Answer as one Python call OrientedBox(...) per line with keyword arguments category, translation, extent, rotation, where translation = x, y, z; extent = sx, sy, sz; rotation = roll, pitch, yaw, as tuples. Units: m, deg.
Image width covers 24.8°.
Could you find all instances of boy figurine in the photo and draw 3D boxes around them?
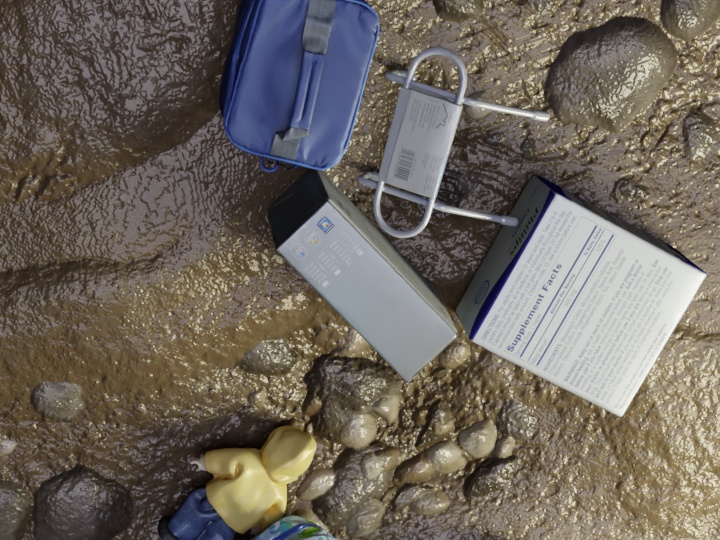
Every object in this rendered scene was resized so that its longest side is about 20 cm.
OrientedBox(category="boy figurine", translation=(-0.134, 0.240, 1.809), extent=(0.200, 0.064, 0.124), rotation=(-43, 106, 5))

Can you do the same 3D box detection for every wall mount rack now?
OrientedBox(category="wall mount rack", translation=(0.094, -0.127, 1.705), extent=(0.172, 0.075, 0.202), rotation=(19, 105, 12))

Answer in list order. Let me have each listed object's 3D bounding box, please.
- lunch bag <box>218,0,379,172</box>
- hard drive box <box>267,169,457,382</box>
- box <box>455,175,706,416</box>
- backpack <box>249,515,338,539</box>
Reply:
OrientedBox(category="lunch bag", translation=(-0.067, -0.197, 1.652), extent=(0.134, 0.132, 0.202), rotation=(12, 104, -10))
OrientedBox(category="hard drive box", translation=(0.000, 0.000, 1.707), extent=(0.077, 0.156, 0.200), rotation=(-43, 106, 7))
OrientedBox(category="box", translation=(0.234, 0.025, 1.770), extent=(0.199, 0.105, 0.185), rotation=(27, 101, -14))
OrientedBox(category="backpack", translation=(-0.100, 0.364, 1.801), extent=(0.199, 0.155, 0.163), rotation=(-25, 145, 25))
